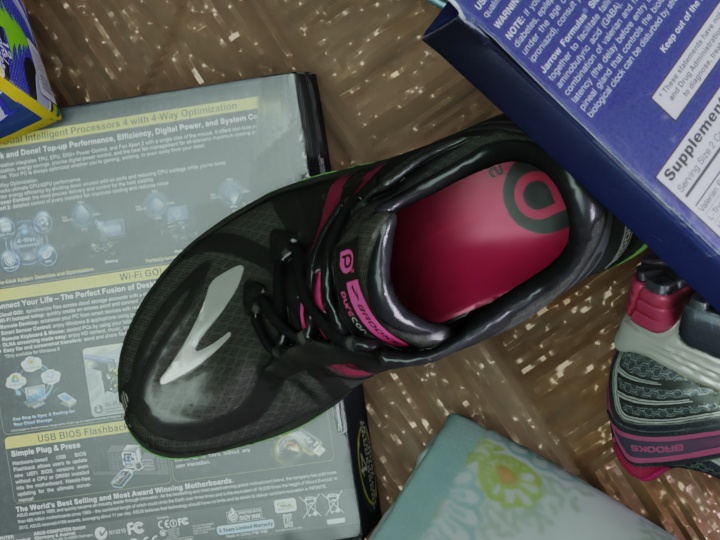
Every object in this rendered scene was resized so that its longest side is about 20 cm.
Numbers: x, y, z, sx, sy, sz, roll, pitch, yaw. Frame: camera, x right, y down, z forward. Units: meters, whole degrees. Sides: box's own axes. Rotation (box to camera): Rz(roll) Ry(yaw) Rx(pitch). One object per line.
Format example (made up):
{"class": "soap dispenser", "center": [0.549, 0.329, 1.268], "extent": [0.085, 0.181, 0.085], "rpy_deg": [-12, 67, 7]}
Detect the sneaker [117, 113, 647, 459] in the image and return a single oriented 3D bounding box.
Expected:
{"class": "sneaker", "center": [0.000, 0.000, 0.920], "extent": [0.199, 0.084, 0.077], "rpy_deg": [-29, 87, 21]}

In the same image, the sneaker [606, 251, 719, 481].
{"class": "sneaker", "center": [0.179, 0.053, 0.957], "extent": [0.199, 0.081, 0.075], "rpy_deg": [18, 114, 13]}

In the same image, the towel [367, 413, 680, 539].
{"class": "towel", "center": [0.057, 0.156, 0.938], "extent": [0.171, 0.200, 0.048], "rpy_deg": [32, 142, 4]}

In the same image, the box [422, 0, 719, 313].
{"class": "box", "center": [0.103, -0.071, 0.872], "extent": [0.200, 0.032, 0.121], "rpy_deg": [43, 66, -12]}

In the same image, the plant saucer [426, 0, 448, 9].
{"class": "plant saucer", "center": [-0.036, -0.163, 1.004], "extent": [0.199, 0.019, 0.070], "rpy_deg": [28, 97, 6]}

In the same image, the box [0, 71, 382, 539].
{"class": "box", "center": [-0.103, 0.025, 1.009], "extent": [0.199, 0.049, 0.162], "rpy_deg": [-9, 93, 9]}

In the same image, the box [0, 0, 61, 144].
{"class": "box", "center": [-0.167, -0.134, 0.980], "extent": [0.070, 0.064, 0.201], "rpy_deg": [-21, 75, 9]}
